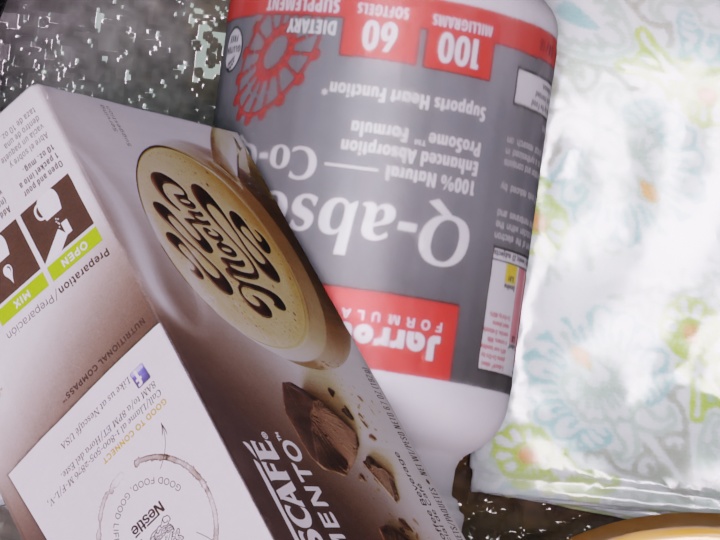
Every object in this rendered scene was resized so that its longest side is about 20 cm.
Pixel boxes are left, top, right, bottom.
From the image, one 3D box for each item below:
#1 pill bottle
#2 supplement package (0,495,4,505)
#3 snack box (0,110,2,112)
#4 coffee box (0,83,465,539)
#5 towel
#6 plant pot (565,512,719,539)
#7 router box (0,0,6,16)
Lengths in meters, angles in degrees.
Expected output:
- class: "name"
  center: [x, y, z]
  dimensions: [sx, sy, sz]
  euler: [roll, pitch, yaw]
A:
- class: "pill bottle"
  center: [0.000, 0.000, 0.986]
  dimensions: [0.115, 0.116, 0.201]
  euler: [7, 85, 4]
- class: "supplement package"
  center: [-0.229, -0.007, 0.895]
  dimensions: [0.146, 0.191, 0.201]
  euler: [-15, 83, 31]
- class: "snack box"
  center: [-0.057, 0.003, 1.062]
  dimensions: [0.199, 0.024, 0.072]
  euler: [18, 92, 4]
- class: "coffee box"
  center: [-0.050, 0.052, 0.875]
  dimensions: [0.080, 0.113, 0.201]
  euler: [-39, 65, 22]
- class: "towel"
  center: [0.133, -0.003, 1.036]
  dimensions: [0.170, 0.048, 0.201]
  euler: [8, 93, 3]
- class: "plant pot"
  center: [0.110, 0.175, 0.976]
  dimensions: [0.199, 0.183, 0.202]
  euler: [0, 93, 4]
- class: "router box"
  center: [-0.202, -0.165, 1.004]
  dimensions: [0.200, 0.062, 0.150]
  euler: [35, 120, 14]
